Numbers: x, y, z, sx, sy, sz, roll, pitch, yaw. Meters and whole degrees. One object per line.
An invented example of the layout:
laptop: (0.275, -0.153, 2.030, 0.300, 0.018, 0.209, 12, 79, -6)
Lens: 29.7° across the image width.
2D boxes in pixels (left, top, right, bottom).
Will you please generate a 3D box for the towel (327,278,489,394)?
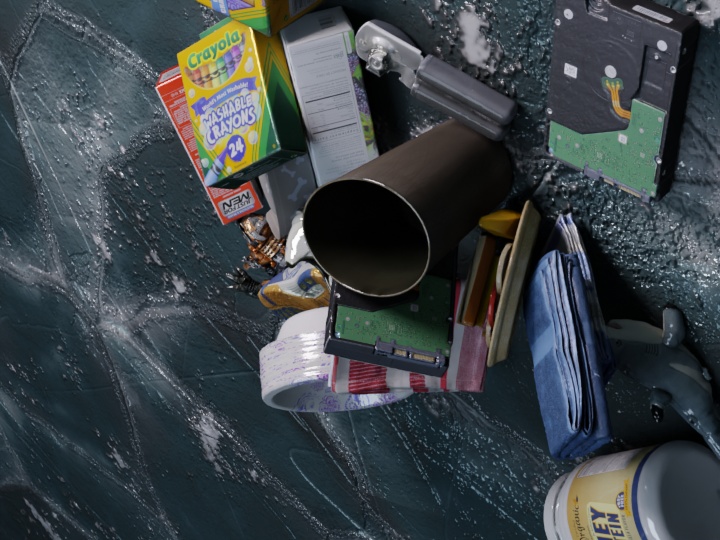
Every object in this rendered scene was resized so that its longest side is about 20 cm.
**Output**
towel: (0.064, 0.079, 1.617, 0.023, 0.199, 0.145, -130, 43, -65)

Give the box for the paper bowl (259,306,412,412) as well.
paper bowl: (-0.030, 0.110, 1.730, 0.200, 0.199, 0.105, -31, 59, 56)

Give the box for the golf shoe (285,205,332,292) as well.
golf shoe: (0.000, 0.000, 1.619, 0.199, 0.098, 0.078, 27, 160, -7)

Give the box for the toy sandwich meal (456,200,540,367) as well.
toy sandwich meal: (0.146, 0.009, 1.491, 0.070, 0.206, 0.206, 14, 136, 8)

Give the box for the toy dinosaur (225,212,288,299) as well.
toy dinosaur: (-0.107, 0.000, 1.846, 0.135, 0.102, 0.201, 1, 121, 51)

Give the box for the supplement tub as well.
supplement tub: (0.317, 0.278, 1.555, 0.145, 0.144, 0.200, 56, 146, -5)

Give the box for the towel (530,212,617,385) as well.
towel: (0.224, 0.058, 1.474, 0.147, 0.024, 0.201, 108, 157, -52)

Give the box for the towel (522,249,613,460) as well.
towel: (0.206, 0.090, 1.402, 0.112, 0.048, 0.201, 116, 148, -66)

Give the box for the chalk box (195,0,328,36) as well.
chalk box: (-0.137, -0.372, 1.529, 0.199, 0.125, 0.125, 30, 140, 28)

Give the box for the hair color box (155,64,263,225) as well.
hair color box: (-0.196, -0.173, 1.789, 0.111, 0.064, 0.201, -103, -10, -71)

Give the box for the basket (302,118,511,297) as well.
basket: (0.065, -0.077, 1.476, 0.180, 0.200, 0.137, -5, 113, 47)

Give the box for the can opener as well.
can opener: (0.085, -0.217, 1.480, 0.199, 0.067, 0.053, 30, 142, 9)

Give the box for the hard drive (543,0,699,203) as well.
hard drive: (0.250, -0.175, 1.324, 0.139, 0.038, 0.201, 29, 139, 31)

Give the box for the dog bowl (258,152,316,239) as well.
dog bowl: (-0.104, -0.142, 1.685, 0.200, 0.058, 0.201, 163, 90, -82)

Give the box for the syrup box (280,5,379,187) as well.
syrup box: (-0.032, -0.193, 1.583, 0.079, 0.081, 0.201, -108, 4, -58)

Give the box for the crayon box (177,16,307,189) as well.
crayon box: (-0.142, -0.210, 1.576, 0.125, 0.051, 0.201, -22, 75, 37)

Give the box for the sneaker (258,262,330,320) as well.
sneaker: (-0.059, 0.008, 1.750, 0.075, 0.088, 0.200, 38, 151, -19)

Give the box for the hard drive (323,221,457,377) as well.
hard drive: (0.037, 0.015, 1.524, 0.139, 0.201, 0.038, 11, 144, -8)

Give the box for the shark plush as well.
shark plush: (0.328, 0.132, 1.465, 0.201, 0.083, 0.091, 58, 146, -7)
